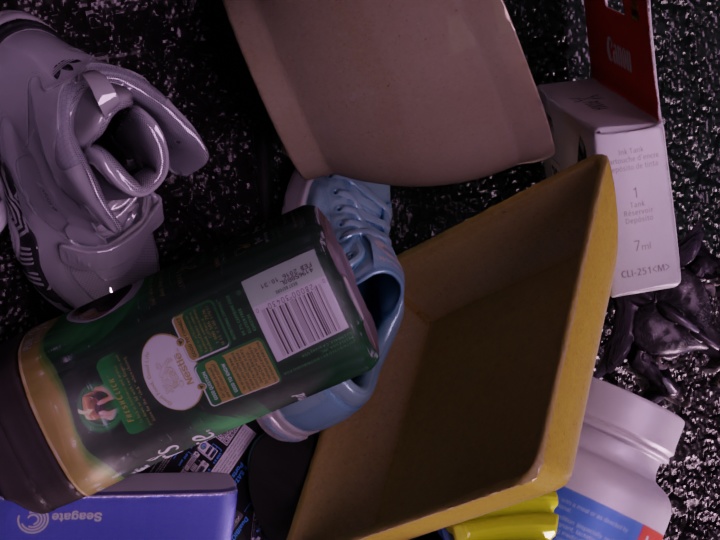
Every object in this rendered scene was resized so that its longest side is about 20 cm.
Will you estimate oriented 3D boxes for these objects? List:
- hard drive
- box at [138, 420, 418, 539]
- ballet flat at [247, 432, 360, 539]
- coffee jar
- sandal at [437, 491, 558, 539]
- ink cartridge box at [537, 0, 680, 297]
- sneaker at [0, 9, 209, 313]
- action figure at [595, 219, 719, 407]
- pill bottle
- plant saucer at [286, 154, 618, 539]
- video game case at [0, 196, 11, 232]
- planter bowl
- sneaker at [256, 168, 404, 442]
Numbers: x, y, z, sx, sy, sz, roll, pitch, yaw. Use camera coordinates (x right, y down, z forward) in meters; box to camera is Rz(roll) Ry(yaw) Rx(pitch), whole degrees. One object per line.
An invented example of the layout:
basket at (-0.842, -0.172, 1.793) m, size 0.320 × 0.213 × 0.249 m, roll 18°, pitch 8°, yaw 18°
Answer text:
hard drive at (-0.142, 0.206, 0.943) m, size 0.131 × 0.025 × 0.201 m, roll 1°, pitch 110°, yaw -19°
box at (-0.062, 0.135, 1.013) m, size 0.198 × 0.050 × 0.200 m, roll 41°, pitch 76°, yaw -29°
ballet flat at (0.002, 0.175, 0.990) m, size 0.068 × 0.068 × 0.201 m, roll -34°, pitch 112°, yaw -22°
coffee jar at (-0.094, 0.045, 0.868) m, size 0.199 × 0.104 × 0.086 m, roll -24°, pitch 101°, yaw 2°
sandal at (0.073, 0.185, 1.009) m, size 0.079 × 0.087 × 0.201 m, roll 10°, pitch 56°, yaw -23°
ink cartridge box at (0.135, -0.093, 1.008) m, size 0.043 × 0.200 × 0.175 m, roll -10°, pitch 103°, yaw -1°
sneaker at (-0.129, -0.033, 0.889) m, size 0.075 × 0.115 × 0.201 m, roll -40°, pitch 132°, yaw -25°
action figure at (0.214, 0.042, 1.131) m, size 0.200 × 0.102 × 0.119 m, roll 34°, pitch 87°, yaw -20°
pill bottle at (0.127, 0.170, 1.090) m, size 0.112 × 0.112 × 0.201 m, roll 26°, pitch 85°, yaw -30°
plant saucer at (0.059, 0.058, 0.923) m, size 0.048 × 0.200 × 0.201 m, roll 34°, pitch 53°, yaw -24°
video game case at (-0.261, -0.073, 0.879) m, size 0.200 × 0.024 × 0.183 m, roll 40°, pitch 77°, yaw -29°
planter bowl at (0.005, -0.128, 0.946) m, size 0.134 × 0.200 × 0.201 m, roll -24°, pitch 111°, yaw 4°
sneaker at (0.000, 0.000, 0.974) m, size 0.074 × 0.082 × 0.201 m, roll 33°, pitch 53°, yaw -36°
